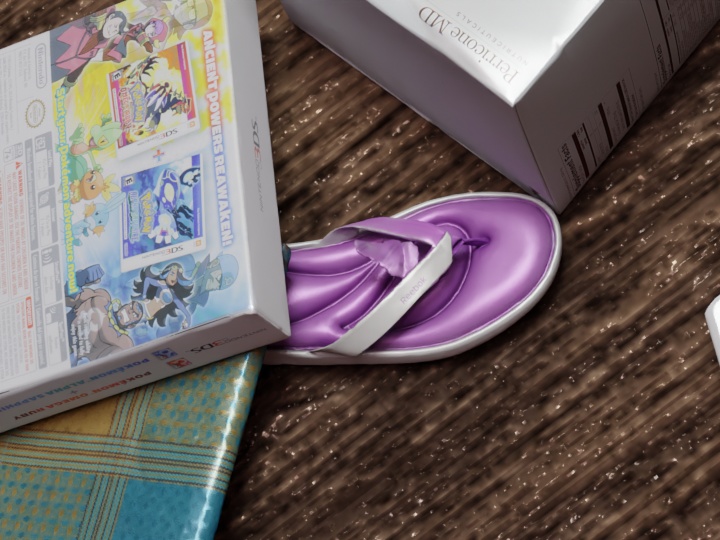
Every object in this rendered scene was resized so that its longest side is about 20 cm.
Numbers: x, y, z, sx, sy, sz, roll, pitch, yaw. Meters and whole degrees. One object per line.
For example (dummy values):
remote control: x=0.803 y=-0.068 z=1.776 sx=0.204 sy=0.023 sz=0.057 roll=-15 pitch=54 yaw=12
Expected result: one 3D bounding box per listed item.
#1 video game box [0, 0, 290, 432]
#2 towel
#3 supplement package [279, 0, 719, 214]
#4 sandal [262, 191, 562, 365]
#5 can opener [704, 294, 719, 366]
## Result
video game box: x=-0.130 y=-0.035 z=1.417 sx=0.181 sy=0.047 sz=0.201 roll=-19 pitch=60 yaw=24
towel: x=-0.118 y=0.076 z=1.402 sx=0.146 sy=0.022 sz=0.201 roll=7 pitch=72 yaw=32
supplement package: x=0.079 y=-0.178 z=1.393 sx=0.191 sy=0.147 sz=0.200 roll=37 pitch=82 yaw=22
sandal: x=0.001 y=0.007 z=1.399 sx=0.202 sy=0.050 sz=0.083 roll=-14 pitch=69 yaw=10
can opener: x=0.209 y=0.090 z=1.318 sx=0.052 sy=0.066 sz=0.201 roll=-16 pitch=73 yaw=6
